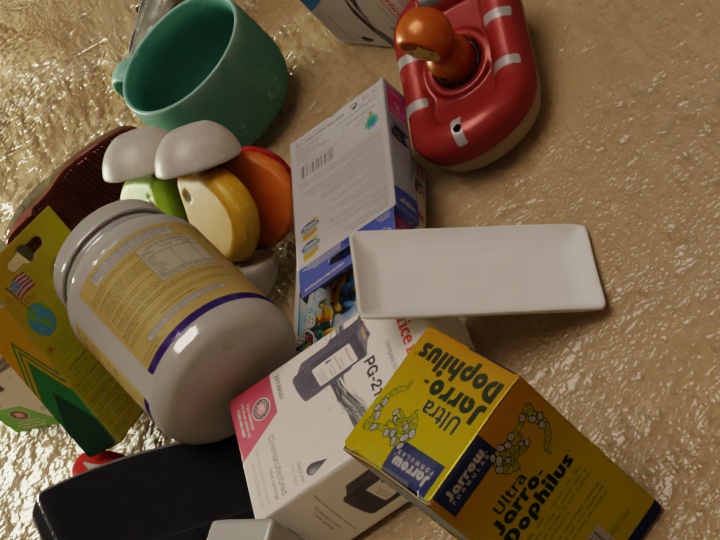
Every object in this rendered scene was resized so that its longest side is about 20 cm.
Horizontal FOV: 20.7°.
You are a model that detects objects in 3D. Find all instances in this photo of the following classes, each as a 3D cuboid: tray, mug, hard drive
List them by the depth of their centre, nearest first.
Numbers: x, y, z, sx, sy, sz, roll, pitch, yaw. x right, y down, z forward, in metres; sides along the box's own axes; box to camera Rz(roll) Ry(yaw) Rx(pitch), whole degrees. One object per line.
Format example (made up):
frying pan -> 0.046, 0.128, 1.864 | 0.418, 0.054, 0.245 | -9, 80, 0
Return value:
tray -> 0.093, 0.006, 1.603 | 0.199, 0.022, 0.108 | -2, 40, -4
hard drive -> -0.170, 0.203, 1.667 | 0.199, 0.042, 0.135 | -15, 36, -17
mug -> -0.156, -0.195, 2.016 | 0.152, 0.114, 0.185 | -47, 37, 2

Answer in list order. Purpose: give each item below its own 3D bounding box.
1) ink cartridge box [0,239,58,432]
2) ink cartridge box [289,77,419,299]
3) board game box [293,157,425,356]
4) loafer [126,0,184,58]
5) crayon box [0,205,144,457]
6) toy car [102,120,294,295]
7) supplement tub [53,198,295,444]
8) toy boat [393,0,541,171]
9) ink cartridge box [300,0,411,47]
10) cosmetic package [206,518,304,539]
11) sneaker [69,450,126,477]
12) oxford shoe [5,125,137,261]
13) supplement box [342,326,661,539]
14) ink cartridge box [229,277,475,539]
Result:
ink cartridge box -> -0.341, 0.065, 1.902 | 0.145, 0.200, 0.084 | -14, 49, 36
ink cartridge box -> -0.006, -0.068, 1.764 | 0.119, 0.042, 0.200 | -34, 37, 27
board game box -> 0.000, 0.000, 1.766 | 0.126, 0.035, 0.201 | -24, 44, 27
loafer -> -0.221, -0.301, 2.204 | 0.070, 0.070, 0.201 | -9, 53, 29
crayon box -> -0.268, 0.055, 1.814 | 0.051, 0.200, 0.127 | -27, 17, 40
toy car -> -0.139, -0.063, 1.875 | 0.150, 0.176, 0.200 | -29, 19, -39
supplement tub -> -0.166, 0.041, 1.722 | 0.145, 0.145, 0.200 | -48, 54, 1
toy boat -> 0.079, -0.191, 1.761 | 0.130, 0.131, 0.201 | -26, 57, 27
ink cartridge box -> 0.027, -0.274, 1.905 | 0.200, 0.116, 0.068 | 12, 67, 48
cosmetic package -> -0.092, 0.306, 1.544 | 0.074, 0.102, 0.201 | -8, 52, 38
sneaker -> -0.222, 0.214, 1.756 | 0.077, 0.085, 0.200 | -45, 38, 4
oxford shoe -> -0.311, -0.094, 2.117 | 0.200, 0.070, 0.075 | -40, 34, 9
supplement box -> 0.104, 0.148, 1.409 | 0.110, 0.200, 0.109 | -54, 39, -7
ink cartridge box -> 0.003, 0.122, 1.619 | 0.200, 0.084, 0.145 | -35, 40, 15
